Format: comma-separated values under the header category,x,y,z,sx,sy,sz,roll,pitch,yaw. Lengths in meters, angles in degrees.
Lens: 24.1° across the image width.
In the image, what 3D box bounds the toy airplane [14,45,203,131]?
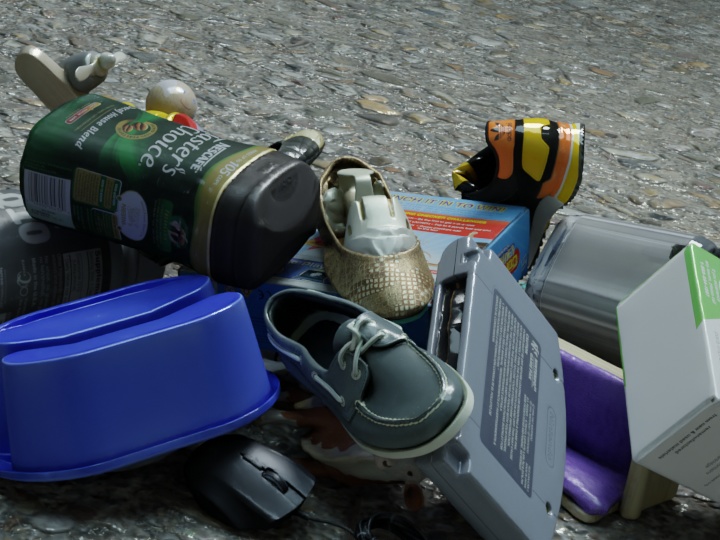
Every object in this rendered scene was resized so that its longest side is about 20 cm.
category,x,y,z,sx,sy,sz,roll,pitch,yaw
toy airplane,-0.193,-0.103,1.451,0.199,0.141,0.200,27,-20,14

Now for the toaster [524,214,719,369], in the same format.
category,x,y,z,sx,sy,sz,roll,pitch,yaw
toaster,0.211,0.034,1.309,0.129,0.114,0.200,15,-25,31

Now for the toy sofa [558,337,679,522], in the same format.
category,x,y,z,sx,sy,sz,roll,pitch,yaw
toy sofa,0.136,0.098,1.225,0.097,0.083,0.200,-9,28,-45

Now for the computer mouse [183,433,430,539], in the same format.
category,x,y,z,sx,sy,sz,roll,pitch,yaw
computer mouse,-0.032,0.146,1.049,0.200,0.034,0.059,18,40,31

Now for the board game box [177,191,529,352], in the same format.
category,x,y,z,sx,sy,sz,roll,pitch,yaw
board game box,0.000,0.000,1.257,0.200,0.056,0.196,8,25,24

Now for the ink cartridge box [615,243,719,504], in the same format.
category,x,y,z,sx,sy,sz,roll,pitch,yaw
ink cartridge box,0.279,0.094,1.149,0.200,0.084,0.146,27,39,-23

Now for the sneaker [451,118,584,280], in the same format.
category,x,y,z,sx,sy,sz,roll,pitch,yaw
sneaker,0.110,-0.060,1.349,0.090,0.200,0.070,12,58,-9

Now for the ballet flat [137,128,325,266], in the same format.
category,x,y,z,sx,sy,sz,roll,pitch,yaw
ballet flat,-0.100,-0.069,1.308,0.200,0.066,0.057,-34,88,-39

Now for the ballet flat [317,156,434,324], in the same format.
category,x,y,z,sx,sy,sz,roll,pitch,yaw
ballet flat,0.003,-0.029,1.169,0.070,0.065,0.200,-9,24,-13

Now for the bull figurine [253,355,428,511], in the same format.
category,x,y,z,sx,sy,sz,roll,pitch,yaw
bull figurine,-0.014,0.104,1.156,0.121,0.065,0.200,2,16,-4

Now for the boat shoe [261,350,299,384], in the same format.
category,x,y,z,sx,sy,sz,roll,pitch,yaw
boat shoe,-0.035,0.025,1.348,0.067,0.074,0.200,18,22,16

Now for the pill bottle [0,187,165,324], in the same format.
category,x,y,z,sx,sy,sz,roll,pitch,yaw
pill bottle,-0.251,-0.006,1.268,0.113,0.113,0.200,26,25,36

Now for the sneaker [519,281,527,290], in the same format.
category,x,y,z,sx,sy,sz,roll,pitch,yaw
sneaker,0.139,0.044,1.417,0.200,0.078,0.091,-3,8,-42

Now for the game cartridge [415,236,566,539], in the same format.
category,x,y,z,sx,sy,sz,roll,pitch,yaw
game cartridge,0.090,0.089,1.113,0.041,0.133,0.200,-18,38,25

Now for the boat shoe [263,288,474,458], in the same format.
category,x,y,z,sx,sy,sz,roll,pitch,yaw
boat shoe,-0.003,0.060,1.067,0.062,0.073,0.200,48,-10,-30

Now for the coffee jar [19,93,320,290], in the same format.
category,x,y,z,sx,sy,sz,roll,pitch,yaw
coffee jar,-0.132,-0.056,1.190,0.200,0.085,0.104,18,32,20

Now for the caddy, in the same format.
category,x,y,z,sx,sy,sz,roll,pitch,yaw
caddy,-0.152,0.078,1.096,0.200,0.105,0.141,-16,15,-21
